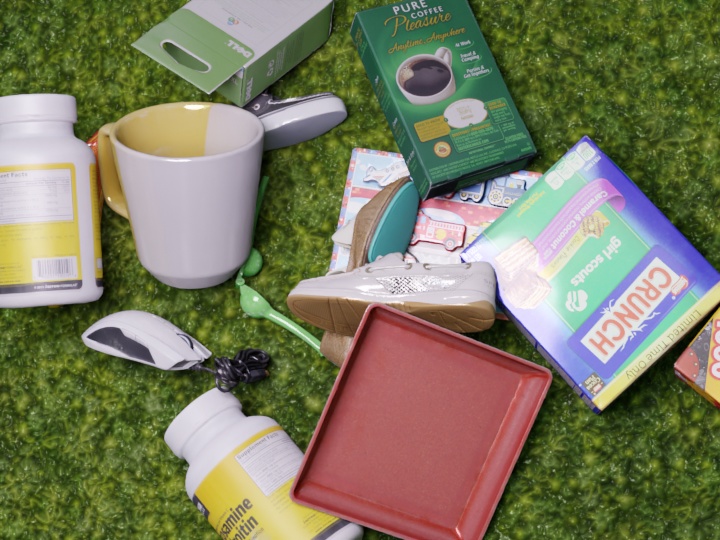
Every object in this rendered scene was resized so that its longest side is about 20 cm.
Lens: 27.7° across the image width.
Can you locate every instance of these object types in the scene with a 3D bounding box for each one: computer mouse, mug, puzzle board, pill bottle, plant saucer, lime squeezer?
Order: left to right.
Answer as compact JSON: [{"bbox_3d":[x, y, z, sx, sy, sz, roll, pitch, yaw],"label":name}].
[{"bbox_3d":[-0.314,-0.067,1.432,0.111,0.112,0.202,-3,90,12],"label":"pill bottle"},{"bbox_3d":[-0.189,0.073,1.458,0.199,0.110,0.044,14,100,20],"label":"computer mouse"},{"bbox_3d":[-0.172,-0.077,1.447,0.148,0.187,0.154,-9,119,-16],"label":"mug"},{"bbox_3d":[-0.097,0.212,1.402,0.112,0.112,0.200,-43,73,1],"label":"pill bottle"},{"bbox_3d":[-0.096,0.002,1.482,0.070,0.038,0.201,-22,74,7],"label":"lime squeezer"},{"bbox_3d":[0.054,0.149,1.366,0.199,0.037,0.201,21,96,-18],"label":"plant saucer"},{"bbox_3d":[0.073,-0.038,1.464,0.198,0.017,0.152,9,81,15],"label":"puzzle board"}]

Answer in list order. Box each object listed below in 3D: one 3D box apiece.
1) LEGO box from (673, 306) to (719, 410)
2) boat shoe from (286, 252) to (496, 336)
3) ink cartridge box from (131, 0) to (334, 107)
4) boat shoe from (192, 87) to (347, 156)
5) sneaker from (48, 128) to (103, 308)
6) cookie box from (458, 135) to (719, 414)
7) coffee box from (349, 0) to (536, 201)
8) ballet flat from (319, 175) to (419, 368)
[{"bbox_3d":[0.407,0.062,1.338,0.149,0.077,0.200,39,89,17],"label":"LEGO box"},{"bbox_3d":[0.031,0.018,1.369,0.198,0.071,0.070,1,59,14],"label":"boat shoe"},{"bbox_3d":[-0.128,-0.233,1.474,0.104,0.059,0.200,34,54,17],"label":"ink cartridge box"},{"bbox_3d":[-0.113,-0.158,1.507,0.199,0.070,0.067,-17,77,17],"label":"boat shoe"},{"bbox_3d":[-0.295,-0.056,1.531,0.077,0.073,0.201,25,92,-1],"label":"sneaker"},{"bbox_3d":[0.221,0.006,1.384,0.171,0.075,0.200,-43,80,1],"label":"cookie box"},{"bbox_3d":[0.080,-0.179,1.452,0.122,0.044,0.201,-19,73,-17],"label":"coffee box"},{"bbox_3d":[0.000,0.000,1.440,0.072,0.068,0.202,11,86,34],"label":"ballet flat"}]
